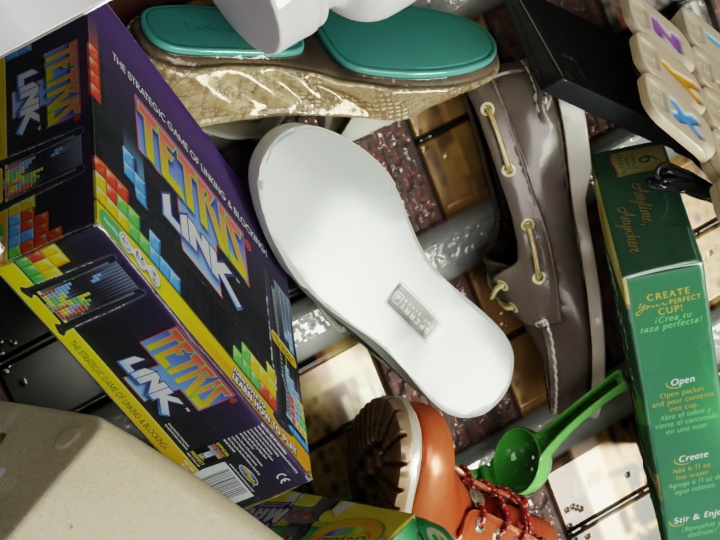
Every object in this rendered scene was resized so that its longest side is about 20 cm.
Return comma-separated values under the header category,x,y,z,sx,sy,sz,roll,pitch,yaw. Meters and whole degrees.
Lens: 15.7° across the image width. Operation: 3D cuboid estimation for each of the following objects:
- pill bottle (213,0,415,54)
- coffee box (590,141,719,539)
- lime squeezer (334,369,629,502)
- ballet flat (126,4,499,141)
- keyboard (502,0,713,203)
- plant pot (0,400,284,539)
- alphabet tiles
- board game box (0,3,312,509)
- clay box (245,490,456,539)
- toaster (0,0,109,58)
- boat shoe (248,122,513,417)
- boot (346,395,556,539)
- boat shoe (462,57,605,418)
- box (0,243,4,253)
category,x,y,z,sx,sy,sz,roll,pitch,yaw
pill bottle,0.017,-0.190,1.255,0.200,0.111,0.111,-34,115,-17
coffee box,0.160,0.046,1.361,0.044,0.123,0.201,-11,125,3
lime squeezer,0.059,0.108,1.385,0.199,0.071,0.038,-22,77,12
ballet flat,-0.028,-0.097,1.305,0.199,0.071,0.065,2,130,-21
keyboard,0.156,-0.072,1.332,0.200,0.127,0.021,19,125,-42
plant pot,-0.148,0.169,1.203,0.200,0.200,0.177,-50,121,-26
alphabet tiles,0.205,-0.057,1.341,0.195,0.200,0.015,36,117,-24
board game box,-0.096,-0.009,1.205,0.057,0.166,0.200,-22,135,15
clay box,-0.011,0.170,1.296,0.048,0.200,0.115,-40,117,-30
toaster,-0.158,-0.175,1.143,0.180,0.200,0.119,-31,109,-14
boat shoe,0.000,0.000,1.331,0.071,0.064,0.200,-46,121,-12
boot,0.049,0.125,1.339,0.107,0.075,0.200,-10,144,-6
boat shoe,0.092,-0.014,1.369,0.059,0.072,0.201,-10,112,-5
box,-0.269,0.007,1.142,0.097,0.200,0.177,40,85,-27
